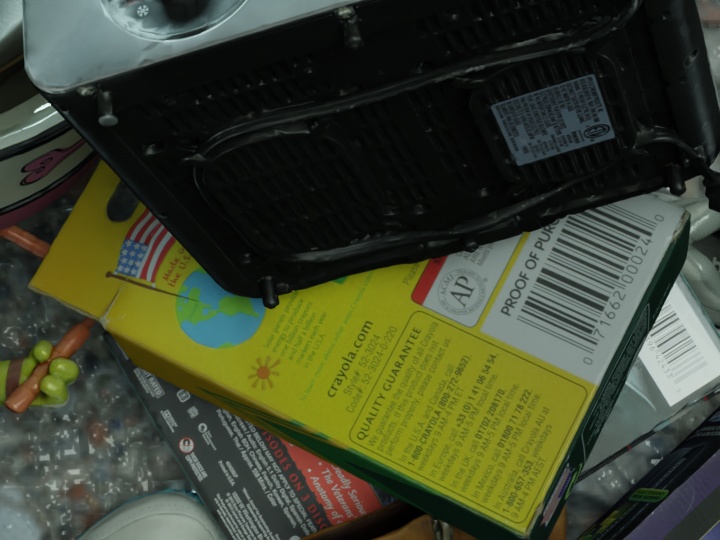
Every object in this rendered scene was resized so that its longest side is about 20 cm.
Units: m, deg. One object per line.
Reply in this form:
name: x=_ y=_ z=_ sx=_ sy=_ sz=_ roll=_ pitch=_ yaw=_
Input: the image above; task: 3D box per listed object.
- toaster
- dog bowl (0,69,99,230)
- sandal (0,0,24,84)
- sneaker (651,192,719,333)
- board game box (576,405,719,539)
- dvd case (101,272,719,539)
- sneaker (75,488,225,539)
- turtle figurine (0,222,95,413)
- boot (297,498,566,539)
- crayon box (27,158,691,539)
toaster: x=0.013 y=-0.080 z=0.593 sx=0.179 sy=0.200 sz=0.120 roll=-15 pitch=65 yaw=11
dog bowl: x=-0.166 y=-0.095 z=0.707 sx=0.198 sy=0.074 sz=0.202 roll=4 pitch=56 yaw=-5
sandal: x=-0.108 y=-0.121 z=0.654 sx=0.199 sy=0.055 sz=0.082 roll=-31 pitch=64 yaw=-24
sneaker: x=0.201 y=0.008 z=0.821 sx=0.198 sy=0.081 sz=0.076 roll=8 pitch=79 yaw=-15
board game box: x=0.172 y=0.173 z=0.804 sx=0.165 sy=0.057 sz=0.201 roll=-38 pitch=93 yaw=-18
dvd case: x=0.022 y=0.032 z=0.734 sx=0.199 sy=0.022 sz=0.147 roll=-33 pitch=86 yaw=4
sneaker: x=-0.112 y=0.167 z=0.718 sx=0.076 sy=0.081 sz=0.200 roll=40 pitch=74 yaw=-5
turtle figurine: x=-0.198 y=0.058 z=0.718 sx=0.198 sy=0.064 sz=0.163 roll=5 pitch=80 yaw=-6
boot: x=0.004 y=0.187 z=0.703 sx=0.187 sy=0.069 sz=0.202 roll=-17 pitch=118 yaw=-14
crayon box: x=0.000 y=0.000 z=0.685 sx=0.199 sy=0.051 sz=0.128 roll=26 pitch=76 yaw=16
